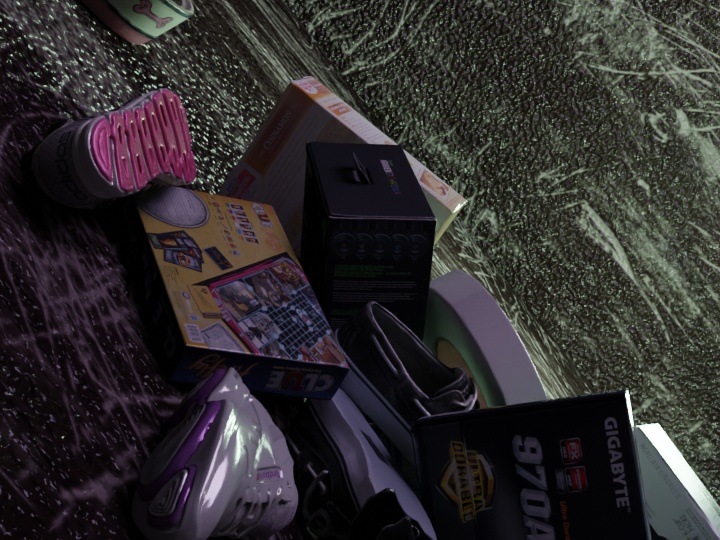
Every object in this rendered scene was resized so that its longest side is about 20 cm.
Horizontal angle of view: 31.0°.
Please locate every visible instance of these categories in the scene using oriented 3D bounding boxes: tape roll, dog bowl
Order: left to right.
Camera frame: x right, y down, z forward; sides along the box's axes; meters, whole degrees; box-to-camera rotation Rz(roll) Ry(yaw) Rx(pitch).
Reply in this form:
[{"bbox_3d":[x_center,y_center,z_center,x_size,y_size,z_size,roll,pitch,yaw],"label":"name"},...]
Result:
[{"bbox_3d":[-0.281,-0.343,1.473,0.200,0.074,0.200,48,11,-12],"label":"dog bowl"},{"bbox_3d":[0.104,0.098,1.104,0.204,0.037,0.204,59,-15,26],"label":"tape roll"}]

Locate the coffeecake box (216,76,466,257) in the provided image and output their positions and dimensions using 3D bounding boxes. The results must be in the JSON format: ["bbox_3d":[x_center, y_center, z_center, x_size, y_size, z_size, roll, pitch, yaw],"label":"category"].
[{"bbox_3d":[-0.023,-0.065,1.268,0.199,0.154,0.073,39,19,5],"label":"coffeecake box"}]

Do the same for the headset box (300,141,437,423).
[{"bbox_3d":[0.000,0.000,1.124,0.091,0.203,0.175,1,26,-9],"label":"headset box"}]

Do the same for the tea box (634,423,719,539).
[{"bbox_3d":[0.249,0.263,1.296,0.134,0.196,0.200,53,10,16],"label":"tea box"}]

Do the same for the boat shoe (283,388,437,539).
[{"bbox_3d":[-0.009,0.159,0.923,0.073,0.068,0.200,40,9,-39],"label":"boat shoe"}]

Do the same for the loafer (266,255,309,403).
[{"bbox_3d":[-0.085,0.021,1.075,0.072,0.073,0.201,38,14,-30],"label":"loafer"}]

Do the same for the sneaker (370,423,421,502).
[{"bbox_3d":[0.065,0.201,1.044,0.201,0.085,0.077,53,11,8],"label":"sneaker"}]

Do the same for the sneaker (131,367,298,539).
[{"bbox_3d":[-0.073,0.121,0.764,0.100,0.075,0.200,48,11,-7],"label":"sneaker"}]

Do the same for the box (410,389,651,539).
[{"bbox_3d":[0.128,0.195,0.925,0.046,0.156,0.204,3,79,-76],"label":"box"}]

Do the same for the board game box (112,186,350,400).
[{"bbox_3d":[-0.101,0.011,0.980,0.134,0.035,0.201,10,33,-31],"label":"board game box"}]

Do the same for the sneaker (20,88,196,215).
[{"bbox_3d":[-0.183,-0.085,0.951,0.200,0.086,0.075,-43,120,-72],"label":"sneaker"}]

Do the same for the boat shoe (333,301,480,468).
[{"bbox_3d":[0.059,0.107,1.011,0.199,0.071,0.072,40,29,-1],"label":"boat shoe"}]

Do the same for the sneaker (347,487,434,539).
[{"bbox_3d":[0.043,0.223,0.822,0.200,0.104,0.060,44,11,-32],"label":"sneaker"}]
